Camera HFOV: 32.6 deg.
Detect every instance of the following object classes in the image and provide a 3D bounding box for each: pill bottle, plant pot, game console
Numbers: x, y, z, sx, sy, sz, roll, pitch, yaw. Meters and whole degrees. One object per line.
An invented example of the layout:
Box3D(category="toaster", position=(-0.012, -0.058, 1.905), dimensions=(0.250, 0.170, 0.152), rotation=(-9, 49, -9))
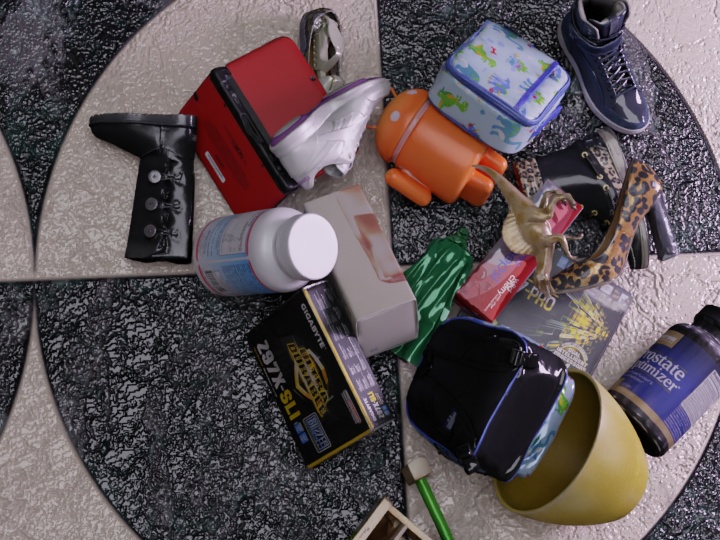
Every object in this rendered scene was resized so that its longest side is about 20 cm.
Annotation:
Box3D(category="pill bottle", position=(0.427, 0.143, 1.646), dimensions=(0.200, 0.112, 0.112), rotation=(-43, 83, -11))
Box3D(category="pill bottle", position=(-0.122, -0.024, 1.598), dimensions=(0.108, 0.199, 0.110), rotation=(3, 85, -41))
Box3D(category="plant pot", position=(0.287, 0.249, 1.592), dimensions=(0.141, 0.199, 0.202), rotation=(32, 76, -24))
Box3D(category="game console", position=(-0.130, -0.189, 1.704), dimensions=(0.118, 0.172, 0.201), rotation=(-22, 76, -47))

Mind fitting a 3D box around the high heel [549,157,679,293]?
Box3D(category="high heel", position=(0.318, -0.057, 1.638), dimensions=(0.198, 0.071, 0.144), rotation=(-20, 96, -9))

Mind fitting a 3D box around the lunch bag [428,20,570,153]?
Box3D(category="lunch bag", position=(0.197, -0.252, 1.689), dimensions=(0.160, 0.083, 0.200), rotation=(38, 39, 6))

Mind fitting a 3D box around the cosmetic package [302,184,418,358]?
Box3D(category="cosmetic package", position=(0.000, 0.000, 1.625), dimensions=(0.086, 0.104, 0.201), rotation=(-19, 59, -9))

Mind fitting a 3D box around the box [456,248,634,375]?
Box3D(category="box", position=(0.250, 0.056, 1.687), dimensions=(0.199, 0.049, 0.162), rotation=(32, 76, 6))

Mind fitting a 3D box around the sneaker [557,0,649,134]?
Box3D(category="sneaker", position=(0.352, -0.295, 1.721), dimensions=(0.076, 0.146, 0.204), rotation=(-30, 82, -11))

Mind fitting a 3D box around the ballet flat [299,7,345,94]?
Box3D(category="ballet flat", position=(-0.053, -0.278, 1.726), dimensions=(0.071, 0.072, 0.203), rotation=(0, 77, -3))

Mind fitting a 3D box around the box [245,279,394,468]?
Box3D(category="box", position=(-0.056, 0.137, 1.598), dimensions=(0.049, 0.159, 0.202), rotation=(-19, 78, -40))

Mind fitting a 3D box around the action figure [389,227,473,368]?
Box3D(category="action figure", position=(0.093, 0.027, 1.682), dimensions=(0.117, 0.055, 0.201), rotation=(33, 82, 6))

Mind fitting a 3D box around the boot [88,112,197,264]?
Box3D(category="boot", position=(-0.302, -0.112, 1.690), dimensions=(0.163, 0.066, 0.203), rotation=(2, 90, 17))

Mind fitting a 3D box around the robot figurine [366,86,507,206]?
Box3D(category="robot figurine", position=(0.102, -0.170, 1.693), dimensions=(0.199, 0.117, 0.145), rotation=(34, 110, 5))

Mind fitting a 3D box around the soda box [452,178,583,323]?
Box3D(category="soda box", position=(0.208, -0.021, 1.637), dimensions=(0.063, 0.070, 0.201), rotation=(38, 83, 5))

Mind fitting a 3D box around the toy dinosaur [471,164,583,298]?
Box3D(category="toy dinosaur", position=(0.223, -0.069, 1.581), dimensions=(0.100, 0.058, 0.202), rotation=(-24, 81, -3))

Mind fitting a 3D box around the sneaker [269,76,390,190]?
Box3D(category="sneaker", position=(-0.029, -0.184, 1.642), dimensions=(0.199, 0.075, 0.100), rotation=(-39, 104, -23))

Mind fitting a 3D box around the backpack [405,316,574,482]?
Box3D(category="backpack", position=(0.161, 0.165, 1.577), dimensions=(0.146, 0.199, 0.185), rotation=(30, 86, -32))

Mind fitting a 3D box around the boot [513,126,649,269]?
Box3D(category="boot", position=(0.309, -0.083, 1.714), dimensions=(0.152, 0.073, 0.206), rotation=(-16, 83, 0))

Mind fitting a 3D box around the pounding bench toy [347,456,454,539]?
Box3D(category="pounding bench toy", position=(0.072, 0.360, 1.572), dimensions=(0.155, 0.124, 0.201), rotation=(38, 78, 5))
